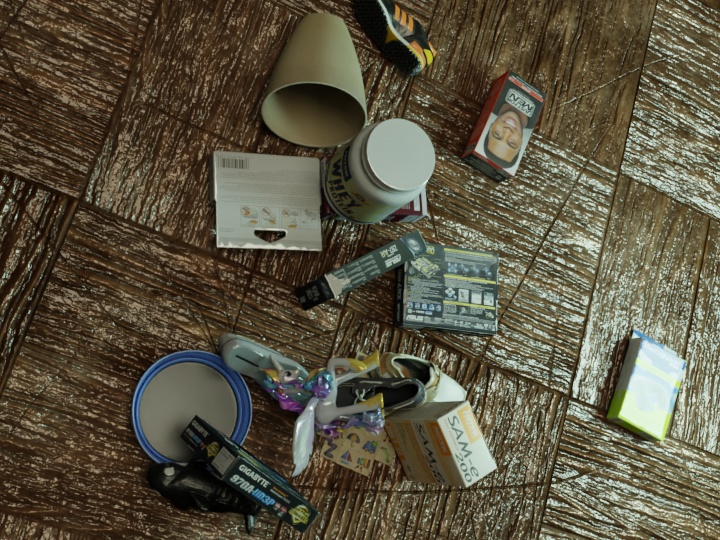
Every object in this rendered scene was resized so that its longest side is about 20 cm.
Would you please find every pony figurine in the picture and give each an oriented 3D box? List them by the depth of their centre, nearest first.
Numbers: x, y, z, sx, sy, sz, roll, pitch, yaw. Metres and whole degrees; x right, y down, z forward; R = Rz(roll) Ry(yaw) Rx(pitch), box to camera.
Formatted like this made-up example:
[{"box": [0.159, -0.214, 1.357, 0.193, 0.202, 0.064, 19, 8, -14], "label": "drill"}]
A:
[{"box": [-0.061, 0.228, 1.593, 0.199, 0.167, 0.194, -6, 92, 0], "label": "pony figurine"}]

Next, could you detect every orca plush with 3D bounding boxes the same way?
[{"box": [-0.250, 0.373, 1.541, 0.105, 0.071, 0.200, -42, 114, 14], "label": "orca plush"}]

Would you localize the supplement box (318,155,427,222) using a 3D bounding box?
[{"box": [0.019, -0.149, 1.784, 0.199, 0.061, 0.109, 1, 79, -23], "label": "supplement box"}]

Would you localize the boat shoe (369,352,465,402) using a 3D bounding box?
[{"box": [0.115, 0.204, 1.743, 0.199, 0.068, 0.075, 22, 67, -24], "label": "boat shoe"}]

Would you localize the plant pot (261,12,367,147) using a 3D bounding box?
[{"box": [-0.074, -0.358, 1.738, 0.187, 0.187, 0.201, 15, 60, -19], "label": "plant pot"}]

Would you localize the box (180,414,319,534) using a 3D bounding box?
[{"box": [-0.174, 0.321, 1.518, 0.046, 0.159, 0.200, -52, 126, -9], "label": "box"}]

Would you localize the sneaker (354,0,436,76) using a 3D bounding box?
[{"box": [0.070, -0.477, 1.875, 0.200, 0.070, 0.090, 53, 51, -5], "label": "sneaker"}]

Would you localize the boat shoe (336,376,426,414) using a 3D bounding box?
[{"box": [0.014, 0.214, 1.668, 0.199, 0.063, 0.073, -5, 74, 5], "label": "boat shoe"}]

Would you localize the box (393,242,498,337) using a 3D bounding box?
[{"box": [0.163, 0.035, 1.813, 0.199, 0.049, 0.162, 7, 79, -21], "label": "box"}]

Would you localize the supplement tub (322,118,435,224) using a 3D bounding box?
[{"box": [0.031, -0.169, 1.650, 0.144, 0.200, 0.146, 5, 77, -20], "label": "supplement tub"}]

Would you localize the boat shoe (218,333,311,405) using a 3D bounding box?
[{"box": [-0.157, 0.159, 1.642, 0.074, 0.067, 0.200, -46, 125, 5], "label": "boat shoe"}]

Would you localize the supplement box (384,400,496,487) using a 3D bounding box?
[{"box": [0.131, 0.297, 1.659, 0.073, 0.200, 0.126, -25, 93, -27], "label": "supplement box"}]

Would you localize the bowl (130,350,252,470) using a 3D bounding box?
[{"box": [-0.280, 0.233, 1.595, 0.200, 0.039, 0.201, 4, 78, -21], "label": "bowl"}]

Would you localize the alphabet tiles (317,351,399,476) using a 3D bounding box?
[{"box": [0.004, 0.256, 1.726, 0.166, 0.006, 0.201, 26, 71, -15], "label": "alphabet tiles"}]

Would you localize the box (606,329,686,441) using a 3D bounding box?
[{"box": [0.582, 0.230, 1.947, 0.122, 0.048, 0.201, 28, 71, -15], "label": "box"}]

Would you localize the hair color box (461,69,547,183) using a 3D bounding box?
[{"box": [0.287, -0.287, 1.922, 0.101, 0.061, 0.201, 30, 71, -15], "label": "hair color box"}]

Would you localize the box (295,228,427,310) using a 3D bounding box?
[{"box": [0.000, 0.000, 1.692, 0.200, 0.160, 0.044, -26, 90, -25], "label": "box"}]

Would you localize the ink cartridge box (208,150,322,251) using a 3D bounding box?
[{"box": [-0.167, -0.119, 1.711, 0.199, 0.044, 0.174, 2, 79, -22], "label": "ink cartridge box"}]
